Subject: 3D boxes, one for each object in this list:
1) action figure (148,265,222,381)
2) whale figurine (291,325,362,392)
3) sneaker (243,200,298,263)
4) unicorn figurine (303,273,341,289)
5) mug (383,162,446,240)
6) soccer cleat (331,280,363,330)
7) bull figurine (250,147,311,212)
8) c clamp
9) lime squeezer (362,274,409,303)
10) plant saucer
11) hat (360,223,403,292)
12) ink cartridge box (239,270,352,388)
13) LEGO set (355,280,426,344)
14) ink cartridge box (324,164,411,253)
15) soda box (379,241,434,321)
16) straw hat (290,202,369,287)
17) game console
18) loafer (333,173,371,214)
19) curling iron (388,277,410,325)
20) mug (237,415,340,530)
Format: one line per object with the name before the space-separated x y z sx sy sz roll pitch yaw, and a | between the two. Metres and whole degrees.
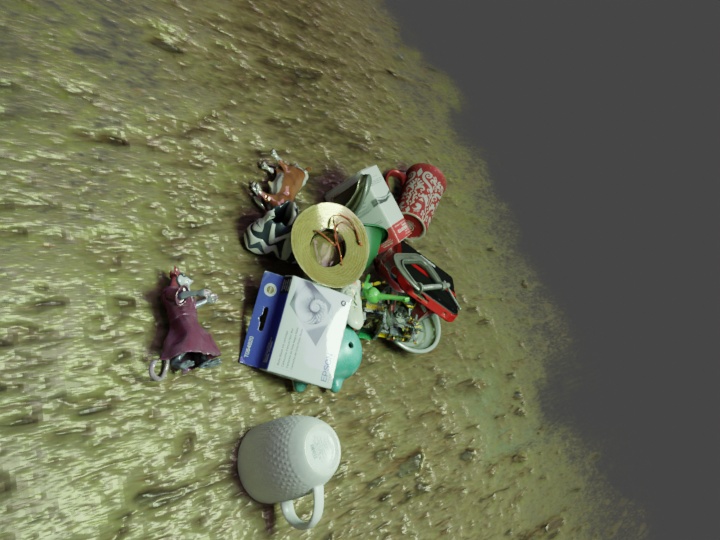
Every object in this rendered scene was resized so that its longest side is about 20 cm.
action figure | -0.330 0.091 1.121 0.146 0.135 0.204 -23 71 -8
whale figurine | -0.074 0.188 1.321 0.198 0.103 0.163 -21 87 -48
sneaker | -0.150 -0.091 1.351 0.196 0.129 0.081 15 45 -39
unicorn figurine | -0.102 0.035 1.369 0.136 0.075 0.198 33 45 30
mug | 0.147 -0.199 1.775 0.135 0.173 0.203 77 28 -47
soccer cleat | -0.025 0.061 1.398 0.069 0.078 0.201 33 17 -26
bull figurine | -0.186 -0.208 1.432 0.120 0.065 0.203 36 45 -24
c clamp | 0.161 0.021 1.484 0.198 0.027 0.173 6 48 -52
lime squeezer | 0.033 0.042 1.408 0.070 0.199 0.038 -30 115 -16
plant saucer | 0.119 0.132 1.585 0.196 0.050 0.204 20 49 -24
hat | 0.000 0.000 1.427 0.161 0.201 0.181 -6 73 -5
ink cartridge box | -0.130 0.120 1.252 0.195 0.040 0.205 18 75 -16
LEGO set | 0.066 0.091 1.461 0.195 0.117 0.157 16 57 -6
ink cartridge box | 0.018 -0.145 1.560 0.083 0.143 0.203 -35 97 -53
soda box | 0.132 0.029 1.589 0.069 0.063 0.203 -15 69 -41
straw hat | -0.079 -0.043 1.337 0.196 0.085 0.207 12 65 -27
game console | 0.169 0.028 1.547 0.198 0.031 0.179 35 30 -22
loafer | -0.037 -0.158 1.481 0.069 0.202 0.076 30 31 -5
curling iron | 0.083 0.068 1.411 0.049 0.026 0.201 32 20 -16
mug | -0.119 0.371 1.122 0.145 0.173 0.205 5 67 -45
